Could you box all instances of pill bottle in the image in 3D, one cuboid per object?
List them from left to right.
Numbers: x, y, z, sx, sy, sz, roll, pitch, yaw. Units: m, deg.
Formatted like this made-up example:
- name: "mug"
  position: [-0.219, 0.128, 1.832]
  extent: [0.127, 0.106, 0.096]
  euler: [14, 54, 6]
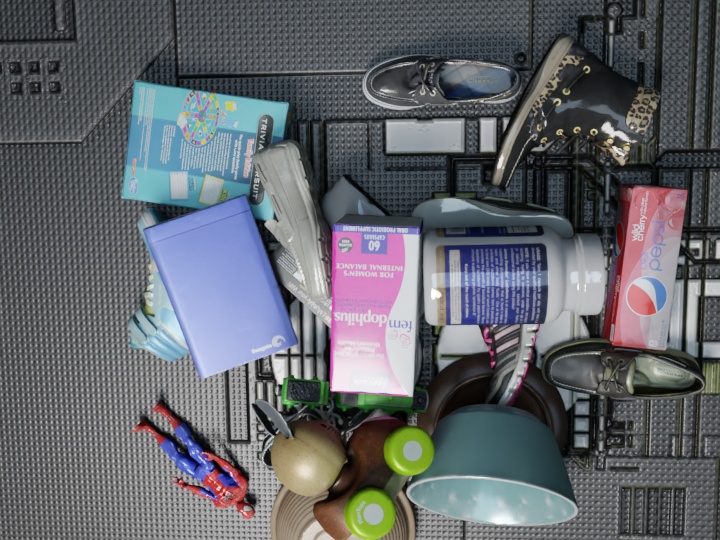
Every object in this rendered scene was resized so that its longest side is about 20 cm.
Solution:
- name: "pill bottle"
  position: [0.174, 0.006, 0.932]
  extent: [0.200, 0.116, 0.116]
  euler: [-1, 97, 6]

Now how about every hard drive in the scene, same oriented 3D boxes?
- name: "hard drive"
  position: [-0.172, 0.021, 0.999]
  extent: [0.132, 0.025, 0.200]
  euler: [-19, 102, -5]

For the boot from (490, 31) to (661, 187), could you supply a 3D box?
- name: "boot"
  position: [0.260, -0.171, 0.982]
  extent: [0.150, 0.073, 0.200]
  euler: [27, 93, 1]

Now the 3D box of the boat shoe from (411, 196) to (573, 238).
- name: "boat shoe"
  position: [0.163, -0.056, 1.006]
  extent: [0.200, 0.064, 0.071]
  euler: [8, 110, 2]

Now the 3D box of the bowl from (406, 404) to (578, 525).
- name: "bowl"
  position: [0.160, 0.231, 0.964]
  extent: [0.200, 0.201, 0.105]
  euler: [7, 59, 4]

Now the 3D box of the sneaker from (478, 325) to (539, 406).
- name: "sneaker"
  position: [0.177, 0.081, 1.009]
  extent: [0.087, 0.074, 0.200]
  euler: [14, 81, 14]

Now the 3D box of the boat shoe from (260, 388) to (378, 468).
- name: "boat shoe"
  position: [-0.048, 0.194, 1.051]
  extent: [0.199, 0.068, 0.074]
  euler: [-29, 94, 7]

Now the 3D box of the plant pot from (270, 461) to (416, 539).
- name: "plant pot"
  position: [-0.026, 0.352, 1.059]
  extent: [0.200, 0.093, 0.201]
  euler: [1, 98, 4]

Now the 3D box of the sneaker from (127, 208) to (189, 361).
- name: "sneaker"
  position: [-0.267, 0.029, 1.044]
  extent: [0.130, 0.080, 0.200]
  euler: [-28, 93, 6]

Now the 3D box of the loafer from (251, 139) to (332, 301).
- name: "loafer"
  position: [-0.080, -0.057, 0.973]
  extent: [0.070, 0.070, 0.200]
  euler: [-16, 86, 13]

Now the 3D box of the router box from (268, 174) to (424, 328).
- name: "router box"
  position: [0.000, 0.000, 1.031]
  extent: [0.200, 0.052, 0.157]
  euler: [43, 99, -2]

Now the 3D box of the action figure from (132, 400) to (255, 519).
- name: "action figure"
  position: [-0.219, 0.266, 1.087]
  extent: [0.200, 0.052, 0.065]
  euler: [43, 95, -4]

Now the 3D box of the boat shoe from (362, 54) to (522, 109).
- name: "boat shoe"
  position: [0.101, -0.232, 0.987]
  extent: [0.200, 0.066, 0.070]
  euler: [4, 97, 4]

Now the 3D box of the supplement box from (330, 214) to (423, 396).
- name: "supplement box"
  position: [0.021, 0.039, 0.956]
  extent: [0.101, 0.103, 0.200]
  euler: [2, 100, 6]

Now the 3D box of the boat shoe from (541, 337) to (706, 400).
- name: "boat shoe"
  position: [0.334, 0.128, 1.013]
  extent: [0.200, 0.066, 0.072]
  euler: [3, 96, 3]

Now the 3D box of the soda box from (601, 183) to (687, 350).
- name: "soda box"
  position: [0.352, -0.006, 0.997]
  extent: [0.070, 0.063, 0.200]
  euler: [5, 98, 4]

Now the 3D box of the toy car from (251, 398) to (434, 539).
- name: "toy car"
  position: [-0.041, 0.208, 0.941]
  extent: [0.200, 0.164, 0.158]
  euler: [36, 70, -1]

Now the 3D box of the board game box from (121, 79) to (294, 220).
- name: "board game box"
  position: [-0.196, -0.153, 1.031]
  extent: [0.200, 0.047, 0.151]
  euler: [9, 98, 3]

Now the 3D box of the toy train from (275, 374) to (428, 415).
- name: "toy train"
  position: [-0.006, 0.156, 1.001]
  extent: [0.200, 0.056, 0.042]
  euler: [6, 79, -13]

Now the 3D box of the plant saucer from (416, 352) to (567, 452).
- name: "plant saucer"
  position: [0.174, 0.208, 1.055]
  extent: [0.200, 0.032, 0.201]
  euler: [0, 96, 5]
